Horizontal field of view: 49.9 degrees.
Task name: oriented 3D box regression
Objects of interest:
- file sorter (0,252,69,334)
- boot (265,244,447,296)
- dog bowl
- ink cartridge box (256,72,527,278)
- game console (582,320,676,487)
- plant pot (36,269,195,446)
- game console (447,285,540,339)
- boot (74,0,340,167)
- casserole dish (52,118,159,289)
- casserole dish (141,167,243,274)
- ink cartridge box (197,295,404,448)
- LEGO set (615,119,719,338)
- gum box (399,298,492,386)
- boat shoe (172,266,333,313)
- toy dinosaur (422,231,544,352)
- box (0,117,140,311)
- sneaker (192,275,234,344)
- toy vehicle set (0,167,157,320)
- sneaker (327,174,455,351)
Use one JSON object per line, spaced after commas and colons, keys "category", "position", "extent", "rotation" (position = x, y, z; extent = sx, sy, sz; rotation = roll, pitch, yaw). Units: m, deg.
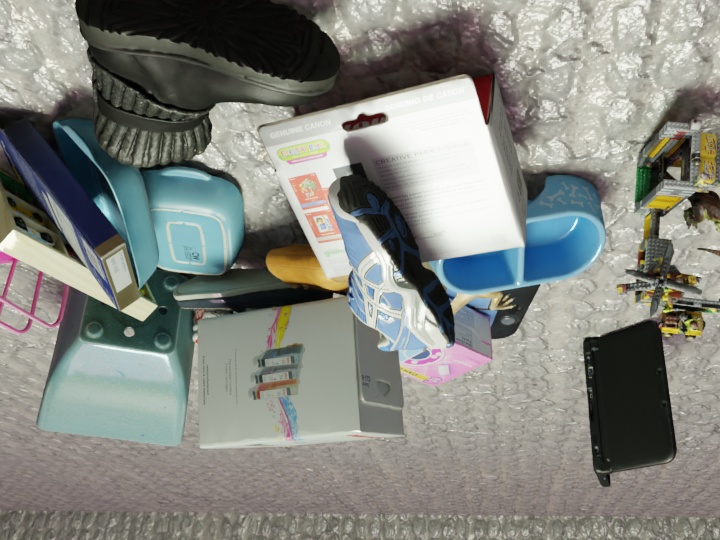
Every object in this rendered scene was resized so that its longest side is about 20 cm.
{"category": "file sorter", "position": [-0.461, 0.003, 0.914], "extent": [0.196, 0.127, 0.139], "rotation": [-6, 152, 17]}
{"category": "boot", "position": [0.000, 0.001, 0.874], "extent": [0.142, 0.072, 0.200], "rotation": [4, 173, 35]}
{"category": "dog bowl", "position": [0.162, -0.032, 0.807], "extent": [0.196, 0.050, 0.113], "rotation": [-10, 132, -1]}
{"category": "ink cartridge box", "position": [0.034, -0.096, 0.690], "extent": [0.197, 0.085, 0.177], "rotation": [-8, 130, 21]}
{"category": "game console", "position": [0.395, 0.201, 1.140], "extent": [0.114, 0.203, 0.176], "rotation": [-6, 152, 20]}
{"category": "plant pot", "position": [-0.306, 0.092, 1.021], "extent": [0.193, 0.199, 0.201], "rotation": [11, 145, -16]}
{"category": "game console", "position": [0.129, 0.044, 1.047], "extent": [0.196, 0.032, 0.178], "rotation": [3, 154, -2]}
{"category": "boot", "position": [-0.124, -0.145, 0.634], "extent": [0.207, 0.080, 0.159], "rotation": [15, 146, 0]}
{"category": "casserole dish", "position": [-0.247, -0.068, 0.771], "extent": [0.039, 0.121, 0.202], "rotation": [-33, 151, -27]}
{"category": "casserole dish", "position": [-0.194, -0.046, 0.874], "extent": [0.119, 0.039, 0.201], "rotation": [6, 154, -5]}
{"category": "ink cartridge box", "position": [-0.064, 0.122, 0.880], "extent": [0.197, 0.147, 0.145], "rotation": [-8, 165, 20]}
{"category": "LEGO set", "position": [0.313, -0.043, 0.679], "extent": [0.151, 0.203, 0.116], "rotation": [14, 172, 7]}
{"category": "gum box", "position": [0.074, 0.083, 1.028], "extent": [0.198, 0.067, 0.113], "rotation": [25, 141, -30]}
{"category": "boat shoe", "position": [-0.131, 0.030, 0.964], "extent": [0.196, 0.075, 0.063], "rotation": [-11, 118, -8]}
{"category": "toy dinosaur", "position": [0.146, 0.013, 0.919], "extent": [0.100, 0.059, 0.200], "rotation": [11, 127, -48]}
{"category": "box", "position": [-0.290, -0.064, 0.762], "extent": [0.032, 0.200, 0.122], "rotation": [-37, 165, -22]}
{"category": "sneaker", "position": [-0.147, 0.083, 1.063], "extent": [0.067, 0.110, 0.200], "rotation": [-18, 147, 37]}
{"category": "toy vehicle set", "position": [-0.319, -0.028, 0.851], "extent": [0.026, 0.125, 0.200], "rotation": [-43, 141, 6]}
{"category": "sneaker", "position": [0.016, 0.006, 0.678], "extent": [0.076, 0.076, 0.201], "rotation": [-16, 126, 21]}
